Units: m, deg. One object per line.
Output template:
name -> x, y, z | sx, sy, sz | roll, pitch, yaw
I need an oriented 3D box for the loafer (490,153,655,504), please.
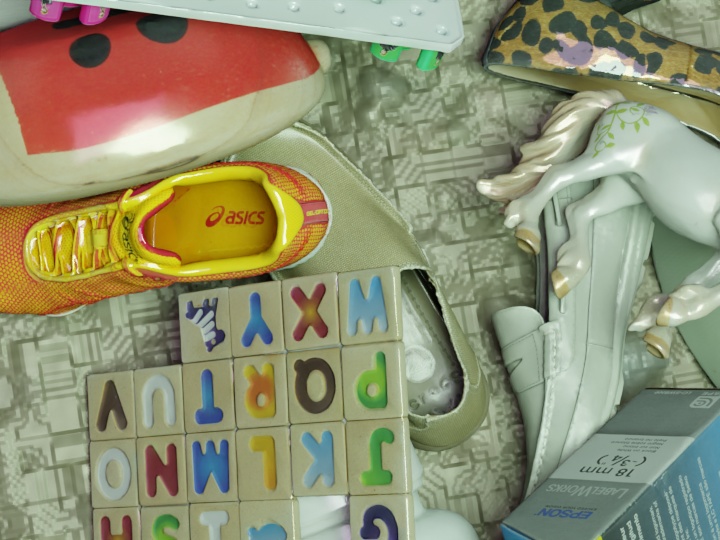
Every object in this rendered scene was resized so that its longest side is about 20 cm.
loafer -> 0.097, 0.037, 1.045 | 0.070, 0.070, 0.200 | 12, 75, -1

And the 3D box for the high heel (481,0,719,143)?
high heel -> 0.158, -0.068, 1.054 | 0.142, 0.071, 0.200 | -25, 73, -15

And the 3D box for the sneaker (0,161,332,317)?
sneaker -> -0.115, -0.021, 0.994 | 0.200, 0.077, 0.073 | -12, 87, 18

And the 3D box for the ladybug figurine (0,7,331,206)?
ladybug figurine -> -0.111, -0.087, 0.989 | 0.200, 0.136, 0.072 | -17, 111, -15

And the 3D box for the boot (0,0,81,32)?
boot -> -0.182, -0.210, 1.036 | 0.095, 0.074, 0.200 | -8, 78, -31

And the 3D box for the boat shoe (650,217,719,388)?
boat shoe -> 0.222, 0.038, 1.066 | 0.071, 0.070, 0.201 | -31, 87, -29

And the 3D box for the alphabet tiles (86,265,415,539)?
alphabet tiles -> -0.056, 0.090, 0.974 | 0.008, 0.200, 0.167 | 3, 81, -51

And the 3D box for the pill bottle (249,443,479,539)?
pill bottle -> 0.018, 0.182, 0.995 | 0.113, 0.113, 0.200 | -21, 87, -9

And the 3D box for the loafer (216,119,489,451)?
loafer -> 0.000, 0.000, 1.032 | 0.076, 0.067, 0.200 | -40, 91, -9

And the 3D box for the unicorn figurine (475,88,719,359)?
unicorn figurine -> 0.163, -0.025, 0.989 | 0.200, 0.074, 0.137 | 39, 73, 13

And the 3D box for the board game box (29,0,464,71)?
board game box -> -0.060, -0.182, 0.999 | 0.200, 0.026, 0.200 | 6, 50, -16

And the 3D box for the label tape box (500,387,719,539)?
label tape box -> 0.122, 0.161, 0.963 | 0.200, 0.063, 0.144 | -36, 117, -44
